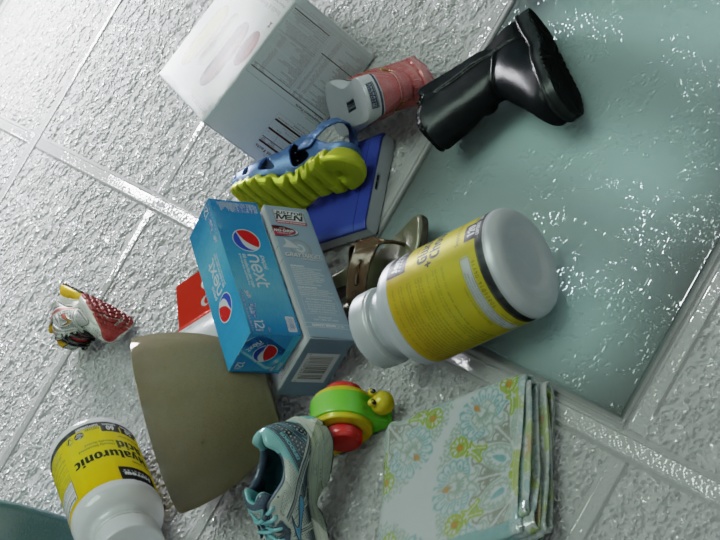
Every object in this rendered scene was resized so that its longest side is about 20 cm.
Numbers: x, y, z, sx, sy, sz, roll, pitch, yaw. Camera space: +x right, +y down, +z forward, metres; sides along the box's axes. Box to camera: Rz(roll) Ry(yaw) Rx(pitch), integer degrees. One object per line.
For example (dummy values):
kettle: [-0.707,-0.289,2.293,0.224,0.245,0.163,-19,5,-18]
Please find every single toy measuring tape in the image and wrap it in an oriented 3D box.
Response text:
toy measuring tape: [-0.047,0.167,1.516,0.200,0.073,0.074,-28,45,33]

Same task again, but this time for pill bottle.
pill bottle: [0.088,0.025,1.415,0.199,0.112,0.112,-27,46,34]
pill bottle: [-0.295,0.272,1.691,0.111,0.111,0.200,-50,37,9]

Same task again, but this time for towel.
towel: [0.097,0.200,1.345,0.199,0.048,0.172,-25,44,36]

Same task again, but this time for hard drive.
hard drive: [-0.049,-0.083,1.741,0.199,0.025,0.133,-16,53,42]

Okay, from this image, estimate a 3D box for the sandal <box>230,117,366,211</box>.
sandal: [-0.070,-0.125,1.719,0.199,0.079,0.087,-15,49,32]

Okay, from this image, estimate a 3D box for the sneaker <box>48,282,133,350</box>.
sneaker: [-0.375,0.078,1.970,0.200,0.078,0.082,15,79,62]

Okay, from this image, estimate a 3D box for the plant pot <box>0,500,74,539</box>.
plant pot: [-0.494,0.381,1.766,0.196,0.200,0.197,-17,52,42]

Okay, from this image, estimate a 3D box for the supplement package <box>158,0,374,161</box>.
supplement package: [-0.126,-0.268,1.867,0.200,0.147,0.191,-52,36,5]

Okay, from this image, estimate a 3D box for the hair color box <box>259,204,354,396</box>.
hair color box: [-0.077,0.032,1.608,0.099,0.060,0.201,-59,39,38]

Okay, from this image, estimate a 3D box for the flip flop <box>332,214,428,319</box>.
flip flop: [0.000,0.000,1.593,0.200,0.057,0.081,-31,39,36]

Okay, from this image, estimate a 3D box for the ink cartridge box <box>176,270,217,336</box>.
ink cartridge box: [-0.184,0.065,1.748,0.162,0.057,0.201,-31,56,31]

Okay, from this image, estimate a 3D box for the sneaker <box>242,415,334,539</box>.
sneaker: [-0.084,0.249,1.447,0.077,0.086,0.201,-3,86,46]

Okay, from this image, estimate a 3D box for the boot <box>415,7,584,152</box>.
boot: [0.145,-0.179,1.543,0.168,0.076,0.201,-37,33,20]

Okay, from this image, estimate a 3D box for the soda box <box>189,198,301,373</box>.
soda box: [-0.129,0.015,1.577,0.068,0.064,0.201,-59,38,38]

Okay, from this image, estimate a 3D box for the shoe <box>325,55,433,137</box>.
shoe: [0.023,-0.210,1.725,0.091,0.072,0.200,-17,5,-15]

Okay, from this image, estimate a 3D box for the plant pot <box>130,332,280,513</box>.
plant pot: [-0.163,0.152,1.587,0.134,0.201,0.201,-17,42,-3]
